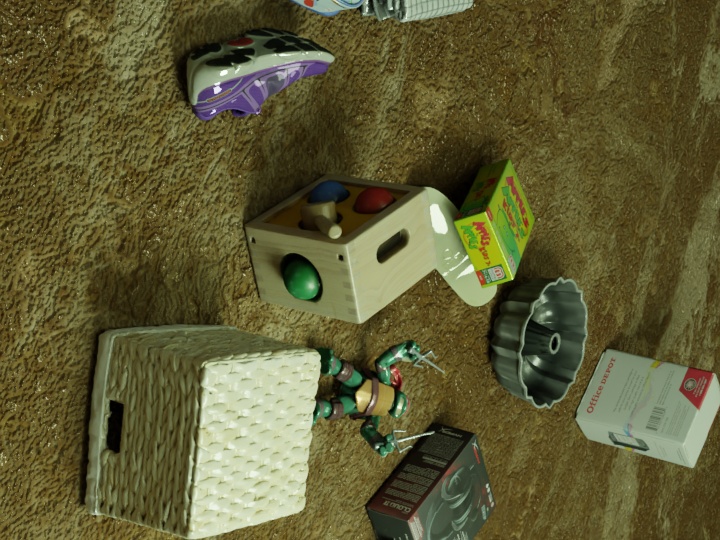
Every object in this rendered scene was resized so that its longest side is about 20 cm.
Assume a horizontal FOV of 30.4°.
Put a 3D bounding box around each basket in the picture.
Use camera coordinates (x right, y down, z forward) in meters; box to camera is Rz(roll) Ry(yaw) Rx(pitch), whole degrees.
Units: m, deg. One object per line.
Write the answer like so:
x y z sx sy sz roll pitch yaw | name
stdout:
-0.163 0.167 1.406 0.199 0.160 0.200 -1 99 -54 | basket

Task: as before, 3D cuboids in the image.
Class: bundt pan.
0.264 0.103 2.005 0.201 0.075 0.203 -17 112 -48 | bundt pan

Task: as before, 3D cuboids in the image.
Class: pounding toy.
-0.026 -0.036 1.509 0.200 0.183 0.143 -35 125 -42 | pounding toy

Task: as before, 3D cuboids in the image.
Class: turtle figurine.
0.015 0.162 1.683 0.199 0.100 0.151 14 72 -37 | turtle figurine

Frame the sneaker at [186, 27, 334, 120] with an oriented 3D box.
-0.115 -0.214 1.460 0.199 0.080 0.084 -21 132 -40 | sneaker

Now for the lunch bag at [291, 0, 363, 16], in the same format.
-0.046 -0.397 1.464 0.160 0.075 0.201 20 81 -28 | lunch bag

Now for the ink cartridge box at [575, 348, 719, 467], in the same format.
0.484 0.228 2.218 0.148 0.199 0.086 -60 139 -23 | ink cartridge box

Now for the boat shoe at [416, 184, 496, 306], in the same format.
0.118 -0.040 1.799 0.073 0.063 0.202 -31 121 8 | boat shoe

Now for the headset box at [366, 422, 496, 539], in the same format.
0.097 0.338 1.850 0.200 0.077 0.149 -46 132 -37 | headset box

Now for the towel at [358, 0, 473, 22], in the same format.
0.064 -0.409 1.618 0.165 0.085 0.201 -26 117 -48 | towel

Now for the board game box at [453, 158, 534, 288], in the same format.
0.185 -0.068 1.806 0.102 0.047 0.200 65 24 -17 | board game box
